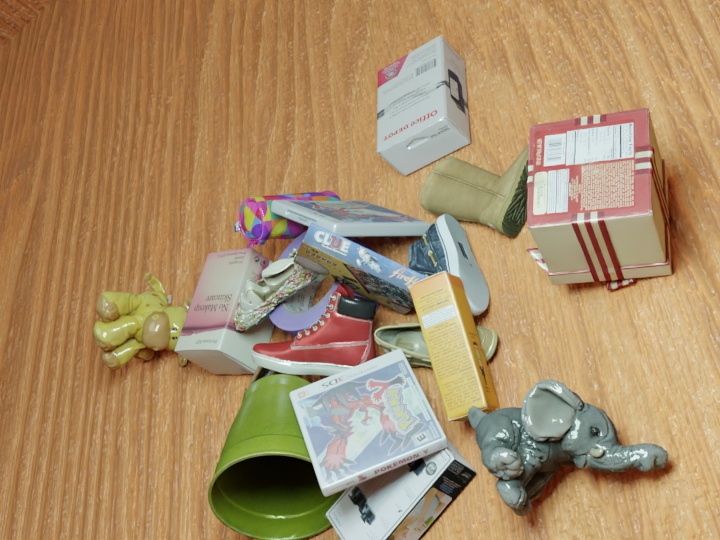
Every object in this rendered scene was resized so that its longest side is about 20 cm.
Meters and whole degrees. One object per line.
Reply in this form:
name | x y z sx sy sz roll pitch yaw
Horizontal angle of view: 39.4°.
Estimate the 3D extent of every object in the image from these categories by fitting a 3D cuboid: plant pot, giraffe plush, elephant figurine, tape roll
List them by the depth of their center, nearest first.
elephant figurine | 0.253 0.206 1.254 0.199 0.156 0.141 -32 0 9
plant pot | -0.121 0.268 1.521 0.200 0.200 0.194 -32 33 23
tape roll | -0.060 0.027 1.694 0.199 0.085 0.202 -24 49 31
giraffe plush | -0.390 0.111 1.930 0.161 0.174 0.200 17 40 38

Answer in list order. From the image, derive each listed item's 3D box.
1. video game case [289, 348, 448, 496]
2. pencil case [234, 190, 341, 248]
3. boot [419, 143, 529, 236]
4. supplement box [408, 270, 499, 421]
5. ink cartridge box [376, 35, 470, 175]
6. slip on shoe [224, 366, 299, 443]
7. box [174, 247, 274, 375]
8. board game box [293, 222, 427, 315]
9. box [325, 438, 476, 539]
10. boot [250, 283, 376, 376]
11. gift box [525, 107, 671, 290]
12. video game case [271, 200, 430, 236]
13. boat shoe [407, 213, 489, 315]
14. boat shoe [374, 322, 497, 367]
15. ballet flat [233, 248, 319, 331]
video game case | 0.006 0.207 1.412 0.181 0.023 0.201 -21 38 -5
pencil case | -0.122 -0.092 1.758 0.088 0.199 0.089 13 108 46
boot | 0.198 -0.152 1.585 0.199 0.066 0.176 27 83 51
supplement box | 0.131 0.108 1.407 0.068 0.066 0.202 -24 71 20
ink cartridge box | 0.107 -0.285 1.750 0.144 0.084 0.202 -24 47 30
slip on shoe | -0.175 0.220 1.687 0.201 0.060 0.076 -55 40 -1
box | -0.229 0.075 1.804 0.127 0.109 0.202 -6 59 41
board game box | 0.000 0.000 1.534 0.136 0.199 0.035 130 165 -74
box | 0.054 0.312 1.402 0.200 0.060 0.117 -50 40 4
boot | -0.073 0.089 1.575 0.198 0.072 0.146 2 100 7
gift box | 0.307 -0.093 1.339 0.198 0.187 0.186 -1 63 26
video game case | -0.016 -0.087 1.644 0.182 0.199 0.023 23 109 49
boat shoe | 0.132 0.010 1.540 0.091 0.071 0.201 -41 38 26
boat shoe | 0.110 0.106 1.489 0.199 0.063 0.074 0 63 44
ballet flat | -0.152 0.025 1.671 0.199 0.064 0.076 -38 43 19
